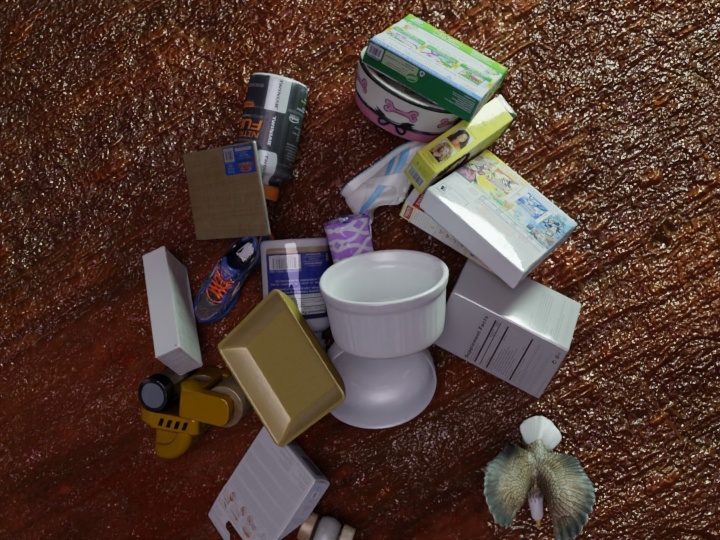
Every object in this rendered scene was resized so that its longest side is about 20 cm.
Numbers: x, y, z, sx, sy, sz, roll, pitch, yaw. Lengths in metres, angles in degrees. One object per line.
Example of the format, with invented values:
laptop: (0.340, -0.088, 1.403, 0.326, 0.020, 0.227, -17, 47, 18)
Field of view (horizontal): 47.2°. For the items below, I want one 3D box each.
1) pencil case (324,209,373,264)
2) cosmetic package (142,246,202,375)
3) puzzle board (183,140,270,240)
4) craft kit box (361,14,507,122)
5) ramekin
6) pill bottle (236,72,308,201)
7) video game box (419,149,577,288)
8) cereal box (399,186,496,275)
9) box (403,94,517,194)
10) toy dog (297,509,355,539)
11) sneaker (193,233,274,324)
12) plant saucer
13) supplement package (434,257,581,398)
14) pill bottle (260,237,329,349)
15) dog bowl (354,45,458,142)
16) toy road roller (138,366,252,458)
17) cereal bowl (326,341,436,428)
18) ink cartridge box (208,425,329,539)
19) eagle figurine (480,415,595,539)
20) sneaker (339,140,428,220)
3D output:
pencil case: (0.000, 0.000, 1.379, 0.083, 0.084, 0.205, -15, 102, -2)
cosmetic package: (-0.321, 0.067, 1.397, 0.050, 0.083, 0.203, -21, 57, 7)
puzzle board: (-0.227, -0.132, 1.400, 0.197, 0.017, 0.155, -1, 100, 43)
craft kit box: (0.124, -0.331, 1.328, 0.197, 0.198, 0.049, 31, 127, 7)
ramekin: (0.039, 0.051, 1.254, 0.195, 0.201, 0.100, -3, 114, 8)
pill bottle: (-0.157, -0.223, 1.408, 0.104, 0.106, 0.205, 11, 91, 8)
video game box: (0.219, -0.088, 1.304, 0.200, 0.047, 0.181, 43, 50, 16)
cereal box: (0.177, -0.090, 1.349, 0.197, 0.145, 0.040, 32, 137, 6)
box: (0.163, -0.204, 1.333, 0.199, 0.075, 0.050, -37, 83, -25)
toy dog: (-0.072, 0.489, 1.409, 0.131, 0.096, 0.201, 40, 109, 4)
sneaker: (-0.230, 0.005, 1.429, 0.075, 0.078, 0.202, 35, 94, 8)
plant saucer: (-0.118, 0.153, 1.318, 0.199, 0.048, 0.202, -41, 80, 40)
supplement package: (0.232, 0.085, 1.321, 0.197, 0.122, 0.121, 27, 132, 8)
pill bottle: (-0.107, 0.049, 1.389, 0.116, 0.120, 0.206, -2, 92, 8)
dog bowl: (0.078, -0.285, 1.340, 0.198, 0.200, 0.075, 31, 125, 7)
toy road roller: (-0.281, 0.248, 1.417, 0.195, 0.123, 0.150, 8, 103, 13)
cereal bowl: (0.027, 0.163, 1.363, 0.194, 0.084, 0.204, -2, 127, -3)
ink cartridge box: (-0.158, 0.386, 1.393, 0.160, 0.047, 0.202, 38, 98, 41)
eagle figurine: (0.275, 0.333, 1.292, 0.151, 0.200, 0.152, -37, 84, 6)
sneaker: (0.063, -0.161, 1.398, 0.198, 0.077, 0.082, -35, 93, 13)
